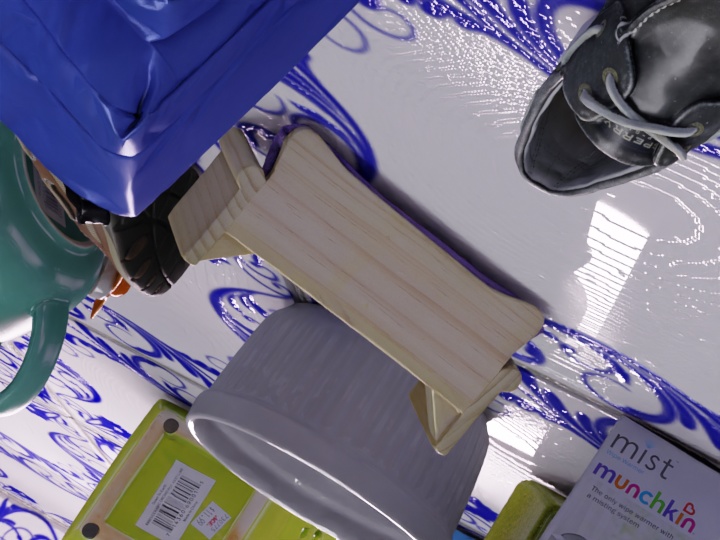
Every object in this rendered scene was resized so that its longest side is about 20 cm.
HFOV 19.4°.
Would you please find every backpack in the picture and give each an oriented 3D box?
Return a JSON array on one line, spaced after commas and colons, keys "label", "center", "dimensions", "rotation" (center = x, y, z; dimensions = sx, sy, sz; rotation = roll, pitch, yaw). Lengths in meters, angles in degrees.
[{"label": "backpack", "center": [-0.096, -0.153, 0.708], "dimensions": [0.200, 0.162, 0.168], "rotation": [42, 156, 8]}]

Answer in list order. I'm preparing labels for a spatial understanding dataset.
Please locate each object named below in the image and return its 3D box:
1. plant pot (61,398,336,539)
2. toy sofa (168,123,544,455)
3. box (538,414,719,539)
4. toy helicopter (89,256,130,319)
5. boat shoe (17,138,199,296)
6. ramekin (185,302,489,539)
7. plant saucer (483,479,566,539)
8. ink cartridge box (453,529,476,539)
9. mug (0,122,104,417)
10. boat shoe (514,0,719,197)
[{"label": "plant pot", "center": [-0.156, 0.248, 1.961], "dimensions": [0.199, 0.200, 0.182], "rotation": [27, 158, 17]}, {"label": "toy sofa", "center": [0.000, 0.000, 1.150], "dimensions": [0.200, 0.098, 0.083], "rotation": [37, -172, -19]}, {"label": "box", "center": [0.138, 0.212, 1.271], "dimensions": [0.097, 0.177, 0.200], "rotation": [31, 154, 14]}, {"label": "toy helicopter", "center": [-0.217, -0.008, 1.556], "dimensions": [0.132, 0.079, 0.200], "rotation": [19, 173, 12]}, {"label": "boat shoe", "center": [-0.152, -0.061, 1.251], "dimensions": [0.074, 0.076, 0.200], "rotation": [31, 159, 29]}, {"label": "ramekin", "center": [-0.008, 0.108, 1.414], "dimensions": [0.200, 0.105, 0.200], "rotation": [29, 164, 9]}, {"label": "plant saucer", "center": [0.152, 0.250, 1.396], "dimensions": [0.199, 0.200, 0.048], "rotation": [28, 151, 13]}, {"label": "ink cartridge box", "center": [0.138, 0.308, 1.782], "dimensions": [0.199, 0.085, 0.145], "rotation": [24, 162, 21]}, {"label": "mug", "center": [-0.222, -0.021, 1.311], "dimensions": [0.114, 0.152, 0.185], "rotation": [-22, 105, 22]}, {"label": "boat shoe", "center": [0.108, -0.066, 0.734], "dimensions": [0.072, 0.071, 0.200], "rotation": [32, 164, -2]}]
